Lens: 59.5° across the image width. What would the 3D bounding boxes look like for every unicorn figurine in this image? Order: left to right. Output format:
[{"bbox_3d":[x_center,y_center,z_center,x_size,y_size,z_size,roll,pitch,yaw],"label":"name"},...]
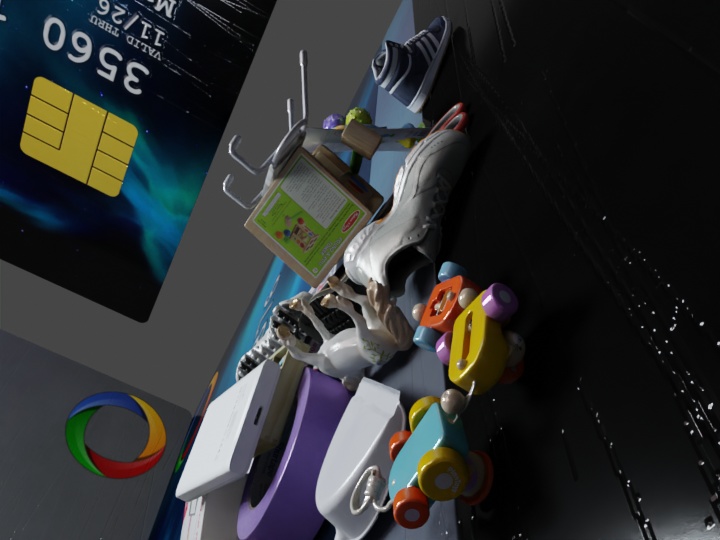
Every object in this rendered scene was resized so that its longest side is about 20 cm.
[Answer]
[{"bbox_3d":[-0.017,0.078,0.672,0.198,0.137,0.075,-14,39,56],"label":"unicorn figurine"}]

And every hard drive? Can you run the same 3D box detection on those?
[{"bbox_3d":[-0.165,0.200,0.772,0.199,0.026,0.135,-40,28,50],"label":"hard drive"}]

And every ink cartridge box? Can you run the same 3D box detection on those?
[{"bbox_3d":[-0.199,0.363,0.884,0.200,0.083,0.152,137,141,-61],"label":"ink cartridge box"}]

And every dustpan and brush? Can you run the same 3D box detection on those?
[{"bbox_3d":[-0.009,0.203,0.548,0.204,0.056,0.139,-61,10,-10],"label":"dustpan and brush"}]

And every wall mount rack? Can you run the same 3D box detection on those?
[{"bbox_3d":[-0.107,-0.176,0.824,0.175,0.074,0.200,-54,3,-22],"label":"wall mount rack"}]

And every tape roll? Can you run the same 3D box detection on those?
[{"bbox_3d":[-0.076,0.221,0.740,0.203,0.064,0.202,-61,13,23],"label":"tape roll"}]

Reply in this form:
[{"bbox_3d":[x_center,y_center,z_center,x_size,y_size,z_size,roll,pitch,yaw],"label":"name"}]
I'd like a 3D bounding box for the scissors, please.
[{"bbox_3d":[0.069,-0.132,0.811,0.201,0.014,0.074,-49,23,13],"label":"scissors"}]

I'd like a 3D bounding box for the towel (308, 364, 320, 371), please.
[{"bbox_3d":[-0.091,0.171,1.002,0.144,0.022,0.205,-42,27,60],"label":"towel"}]

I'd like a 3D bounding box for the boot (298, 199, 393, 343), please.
[{"bbox_3d":[0.000,0.000,0.850,0.199,0.077,0.140,-39,22,37],"label":"boot"}]

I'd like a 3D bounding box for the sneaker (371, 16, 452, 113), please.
[{"bbox_3d":[0.087,-0.378,1.082,0.070,0.106,0.205,-37,30,62],"label":"sneaker"}]

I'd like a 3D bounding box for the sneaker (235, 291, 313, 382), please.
[{"bbox_3d":[-0.126,0.116,0.978,0.201,0.074,0.081,-53,2,27],"label":"sneaker"}]

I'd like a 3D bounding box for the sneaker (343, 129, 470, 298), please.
[{"bbox_3d":[0.069,-0.055,0.682,0.203,0.075,0.092,-57,40,4],"label":"sneaker"}]

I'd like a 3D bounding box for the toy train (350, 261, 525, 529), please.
[{"bbox_3d":[0.064,0.084,0.445,0.204,0.055,0.150,-67,11,-21],"label":"toy train"}]

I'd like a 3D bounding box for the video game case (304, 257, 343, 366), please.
[{"bbox_3d":[-0.081,0.083,1.039,0.184,0.023,0.202,-54,16,31],"label":"video game case"}]

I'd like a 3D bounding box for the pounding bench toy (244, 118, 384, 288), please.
[{"bbox_3d":[-0.033,-0.109,0.852,0.201,0.123,0.156,-51,2,16],"label":"pounding bench toy"}]

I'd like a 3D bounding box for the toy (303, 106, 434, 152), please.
[{"bbox_3d":[0.002,-0.205,0.915,0.115,0.193,0.049,157,113,-74],"label":"toy"}]

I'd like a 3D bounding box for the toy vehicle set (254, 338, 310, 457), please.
[{"bbox_3d":[-0.129,0.176,0.813,0.200,0.026,0.127,-42,26,54],"label":"toy vehicle set"}]
